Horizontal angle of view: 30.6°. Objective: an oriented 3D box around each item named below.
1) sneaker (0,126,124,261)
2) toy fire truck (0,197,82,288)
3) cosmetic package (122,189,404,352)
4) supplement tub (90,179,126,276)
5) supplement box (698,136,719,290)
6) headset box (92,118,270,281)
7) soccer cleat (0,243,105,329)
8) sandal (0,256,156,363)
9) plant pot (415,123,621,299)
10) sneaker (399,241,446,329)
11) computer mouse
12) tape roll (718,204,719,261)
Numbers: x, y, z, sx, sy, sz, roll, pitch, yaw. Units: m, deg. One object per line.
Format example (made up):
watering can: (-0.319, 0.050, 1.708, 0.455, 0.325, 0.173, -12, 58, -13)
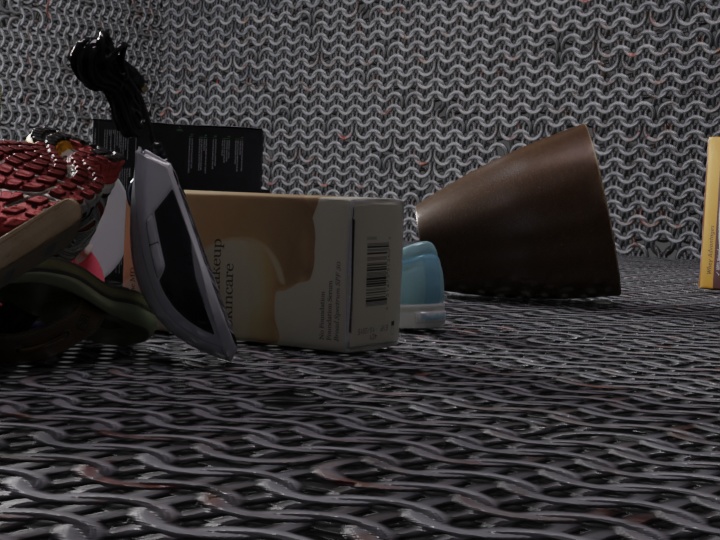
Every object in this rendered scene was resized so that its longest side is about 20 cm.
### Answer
sneaker: (-0.193, -0.033, 0.802, 0.077, 0.083, 0.200, 20, 10, 2)
toy fire truck: (-0.224, 0.012, 0.524, 0.198, 0.130, 0.176, 14, -1, -16)
cosmetic package: (-0.071, -0.004, 0.925, 0.198, 0.106, 0.071, 3, 3, 33)
supplement tub: (-0.297, -0.049, 1.217, 0.139, 0.142, 0.200, 1, 4, -25)
supplement box: (0.553, -0.066, 1.663, 0.132, 0.200, 0.199, 0, 5, -43)
headset box: (-0.197, -0.074, 1.450, 0.198, 0.176, 0.093, 1, 4, -10)
soccer cleat: (-0.261, 0.019, 0.871, 0.199, 0.067, 0.076, -8, -20, -45)
sandal: (-0.185, 0.028, 0.758, 0.079, 0.058, 0.201, -2, -14, 29)
plant pot: (0.165, -0.045, 1.425, 0.198, 0.189, 0.187, -12, 1, 7)
sneaker: (0.000, 0.000, 1.094, 0.073, 0.083, 0.199, 1, 3, -43)
computer mouse: (-0.125, -0.035, 0.789, 0.043, 0.202, 0.110, -20, -7, -5)
tape roll: (0.377, -0.048, 1.164, 0.070, 0.205, 0.202, 2, 3, 1)
